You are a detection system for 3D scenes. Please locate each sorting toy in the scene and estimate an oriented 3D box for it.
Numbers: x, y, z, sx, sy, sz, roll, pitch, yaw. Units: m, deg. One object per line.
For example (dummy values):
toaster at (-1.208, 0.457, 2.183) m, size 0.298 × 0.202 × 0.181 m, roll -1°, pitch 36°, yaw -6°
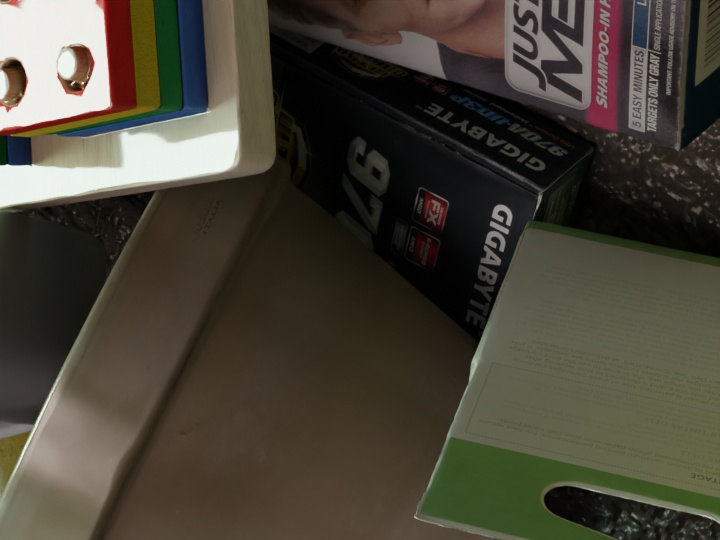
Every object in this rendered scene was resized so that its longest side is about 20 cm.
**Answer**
sorting toy at (-0.130, -0.125, 1.054) m, size 0.198 × 0.069 × 0.201 m, roll -7°, pitch 85°, yaw 43°

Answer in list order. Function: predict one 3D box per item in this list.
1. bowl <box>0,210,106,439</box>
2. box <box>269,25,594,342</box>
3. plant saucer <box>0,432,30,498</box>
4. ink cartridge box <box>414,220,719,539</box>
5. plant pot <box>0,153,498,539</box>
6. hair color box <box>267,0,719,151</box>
bowl at (-0.209, 0.036, 1.123) m, size 0.199 × 0.200 × 0.075 m, roll -14°, pitch 81°, yaw 19°
box at (0.000, 0.000, 1.205) m, size 0.159 × 0.046 × 0.200 m, roll 30°, pitch 131°, yaw 19°
plant saucer at (-0.202, 0.127, 1.443) m, size 0.200 × 0.048 × 0.200 m, roll -8°, pitch 112°, yaw 40°
ink cartridge box at (0.107, 0.061, 1.030) m, size 0.145 × 0.200 × 0.048 m, roll 12°, pitch 125°, yaw 9°
plant pot at (-0.027, 0.066, 1.123) m, size 0.173 × 0.200 × 0.200 m, roll 26°, pitch 132°, yaw 0°
hair color box at (0.047, -0.124, 1.080) m, size 0.200 × 0.061 × 0.100 m, roll 19°, pitch 127°, yaw 28°
